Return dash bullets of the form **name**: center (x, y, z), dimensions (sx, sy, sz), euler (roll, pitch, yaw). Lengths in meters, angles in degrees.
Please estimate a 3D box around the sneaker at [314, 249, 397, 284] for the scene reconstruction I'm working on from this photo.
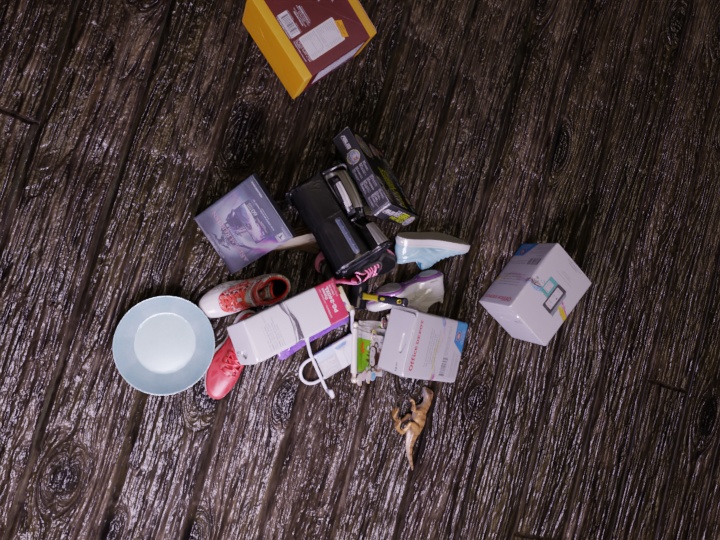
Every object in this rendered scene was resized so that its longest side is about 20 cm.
- **sneaker**: center (0.000, 0.000, 1.226), dimensions (0.197, 0.096, 0.080), euler (-5, 125, -24)

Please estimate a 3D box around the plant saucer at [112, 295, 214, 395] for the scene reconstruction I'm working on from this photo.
- **plant saucer**: center (-0.404, 0.153, 1.137), dimensions (0.198, 0.039, 0.205), euler (0, 92, -18)

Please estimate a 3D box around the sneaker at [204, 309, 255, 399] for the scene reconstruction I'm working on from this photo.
- **sneaker**: center (-0.265, 0.179, 1.144), dimensions (0.077, 0.115, 0.203), euler (23, 84, -17)

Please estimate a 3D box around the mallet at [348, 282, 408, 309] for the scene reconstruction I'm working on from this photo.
- **mallet**: center (0.036, 0.071, 1.203), dimensions (0.041, 0.199, 0.067), euler (12, 93, -33)

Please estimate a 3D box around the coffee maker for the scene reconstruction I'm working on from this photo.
- **coffee maker**: center (-0.062, -0.085, 1.135), dimensions (0.191, 0.135, 0.202), euler (-32, 81, 14)

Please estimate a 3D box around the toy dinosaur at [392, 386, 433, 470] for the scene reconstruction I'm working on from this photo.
- **toy dinosaur**: center (0.124, 0.376, 1.310), dimensions (0.105, 0.060, 0.203), euler (22, 85, -19)

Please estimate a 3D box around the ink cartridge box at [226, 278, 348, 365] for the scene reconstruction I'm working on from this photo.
- **ink cartridge box**: center (-0.144, 0.101, 1.064), dimensions (0.198, 0.145, 0.084), euler (-24, 91, -28)

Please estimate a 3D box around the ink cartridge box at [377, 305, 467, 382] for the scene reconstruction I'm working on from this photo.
- **ink cartridge box**: center (0.145, 0.170, 1.259), dimensions (0.198, 0.084, 0.147), euler (17, 87, -45)

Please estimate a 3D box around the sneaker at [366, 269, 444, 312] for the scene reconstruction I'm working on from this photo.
- **sneaker**: center (0.111, 0.071, 1.291), dimensions (0.197, 0.075, 0.101), euler (-17, 113, -10)

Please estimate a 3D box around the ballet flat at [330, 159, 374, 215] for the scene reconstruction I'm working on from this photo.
- **ballet flat**: center (0.003, -0.169, 1.261), dimensions (0.199, 0.072, 0.073), euler (37, 80, -16)

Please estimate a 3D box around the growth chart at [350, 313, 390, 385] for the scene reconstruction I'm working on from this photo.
- **growth chart**: center (0.026, 0.175, 1.224), dimensions (0.199, 0.017, 0.147), euler (2, 84, -62)

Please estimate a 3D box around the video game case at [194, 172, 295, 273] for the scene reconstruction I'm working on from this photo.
- **video game case**: center (-0.240, -0.091, 1.122), dimensions (0.144, 0.198, 0.019), euler (57, 34, -10)

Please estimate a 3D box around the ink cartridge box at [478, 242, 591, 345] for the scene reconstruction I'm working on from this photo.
- **ink cartridge box**: center (0.429, 0.055, 1.360), dimensions (0.146, 0.146, 0.201), euler (44, 79, -15)

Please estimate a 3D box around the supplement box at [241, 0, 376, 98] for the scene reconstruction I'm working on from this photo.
- **supplement box**: center (-0.111, -0.522, 1.171), dimensions (0.199, 0.133, 0.198), euler (-38, 102, -14)

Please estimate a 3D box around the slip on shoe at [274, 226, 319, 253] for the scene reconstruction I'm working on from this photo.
- **slip on shoe**: center (-0.108, -0.065, 1.220), dimensions (0.197, 0.076, 0.061), euler (-17, 114, -22)

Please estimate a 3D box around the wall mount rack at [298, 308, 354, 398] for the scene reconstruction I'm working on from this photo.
- **wall mount rack**: center (-0.050, 0.179, 1.227), dimensions (0.198, 0.074, 0.176), euler (-29, 113, -17)

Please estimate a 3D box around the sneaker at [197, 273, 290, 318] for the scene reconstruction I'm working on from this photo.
- **sneaker**: center (-0.243, 0.051, 1.152), dimensions (0.199, 0.108, 0.068), euler (-16, 96, -17)

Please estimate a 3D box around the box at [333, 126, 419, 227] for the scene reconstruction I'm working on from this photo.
- **box**: center (0.036, -0.197, 1.182), dimensions (0.044, 0.160, 0.202), euler (-34, 70, 20)

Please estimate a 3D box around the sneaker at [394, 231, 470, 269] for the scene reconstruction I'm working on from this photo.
- **sneaker**: center (0.168, -0.044, 1.319), dimensions (0.197, 0.074, 0.083), euler (3, 113, -19)

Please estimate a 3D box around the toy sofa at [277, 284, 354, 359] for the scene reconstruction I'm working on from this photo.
- **toy sofa**: center (-0.112, 0.117, 1.212), dimensions (0.198, 0.083, 0.099), euler (-28, 98, -16)
